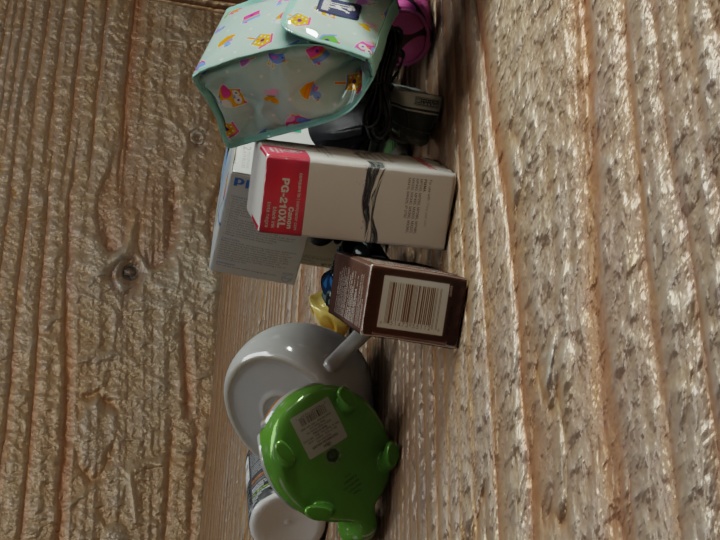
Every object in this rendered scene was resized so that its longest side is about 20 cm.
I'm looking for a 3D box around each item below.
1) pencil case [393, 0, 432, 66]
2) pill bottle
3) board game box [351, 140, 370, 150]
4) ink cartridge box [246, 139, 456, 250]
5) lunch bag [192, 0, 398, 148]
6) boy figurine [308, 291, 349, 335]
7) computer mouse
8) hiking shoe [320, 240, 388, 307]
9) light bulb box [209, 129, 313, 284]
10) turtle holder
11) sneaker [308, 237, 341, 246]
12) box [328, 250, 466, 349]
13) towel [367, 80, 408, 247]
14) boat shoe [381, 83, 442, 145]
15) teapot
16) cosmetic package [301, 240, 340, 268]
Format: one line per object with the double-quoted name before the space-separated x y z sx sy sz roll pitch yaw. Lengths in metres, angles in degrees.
"pencil case" 0.036 -0.334 1.735 0.201 0.093 0.091 -92 4 -51
"pill bottle" -0.105 0.289 1.978 0.200 0.105 0.107 -102 23 -62
"board game box" -0.004 -0.191 1.804 0.120 0.032 0.201 -61 -13 -65
"ink cartridge box" -0.013 -0.081 1.518 0.145 0.198 0.085 -128 44 -75
"lunch bag" -0.060 -0.234 1.534 0.122 0.199 0.171 62 -155 -28
"boy figurine" -0.050 0.126 1.929 0.124 0.064 0.202 -115 32 -76
"computer mouse" -0.017 -0.194 1.645 0.200 0.052 0.140 154 125 -64
"hiking shoe" 0.000 0.000 1.690 0.200 0.074 0.087 -172 69 -70
"light bulb box" -0.122 -0.125 1.936 0.201 0.124 0.199 109 167 -48
"turtle holder" -0.031 0.207 1.586 0.142 0.185 0.132 -59 18 -11
"sneaker" -0.020 -0.065 1.715 0.105 0.060 0.200 -56 40 8
"box" 0.033 0.027 1.459 0.200 0.099 0.076 -147 66 -79
"towel" 0.030 -0.135 1.817 0.201 0.023 0.153 -94 17 -54
"boat shoe" 0.041 -0.180 1.655 0.200 0.070 0.064 -133 53 -74
"teapot" -0.056 0.136 1.731 0.146 0.199 0.199 -42 -49 -50
"cosmetic package" -0.043 -0.091 2.026 0.200 0.072 0.104 121 155 -64
